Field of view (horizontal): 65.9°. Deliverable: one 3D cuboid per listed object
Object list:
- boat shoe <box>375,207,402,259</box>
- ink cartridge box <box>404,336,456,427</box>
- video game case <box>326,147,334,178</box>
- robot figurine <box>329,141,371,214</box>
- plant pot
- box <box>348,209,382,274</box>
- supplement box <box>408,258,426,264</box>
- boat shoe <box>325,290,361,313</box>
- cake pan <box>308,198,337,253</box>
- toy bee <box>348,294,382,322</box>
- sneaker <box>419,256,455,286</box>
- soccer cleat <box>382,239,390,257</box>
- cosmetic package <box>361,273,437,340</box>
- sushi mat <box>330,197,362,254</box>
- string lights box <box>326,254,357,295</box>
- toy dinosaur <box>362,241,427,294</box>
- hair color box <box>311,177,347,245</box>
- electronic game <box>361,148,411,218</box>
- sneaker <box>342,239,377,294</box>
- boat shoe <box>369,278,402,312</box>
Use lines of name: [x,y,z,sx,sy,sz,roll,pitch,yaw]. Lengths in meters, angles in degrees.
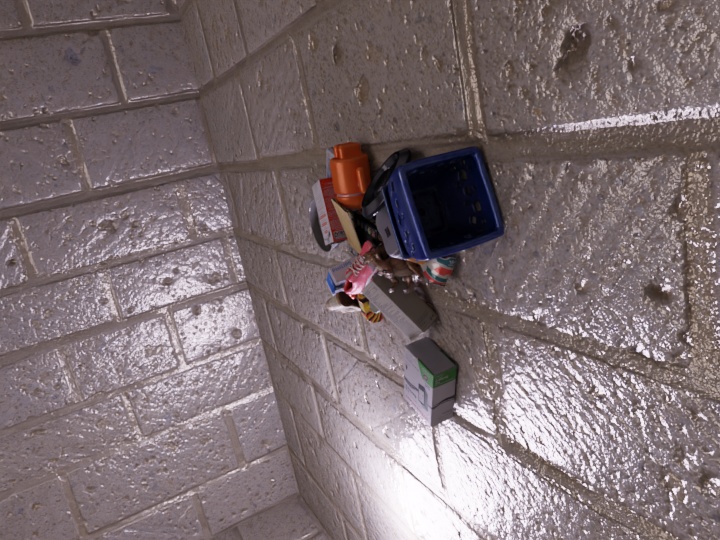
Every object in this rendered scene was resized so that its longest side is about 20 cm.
boat shoe: [0.087,-0.103,1.434,0.069,0.056,0.201,-43,39,31]
ink cartridge box: [0.194,0.316,1.569,0.146,0.083,0.202,43,143,49]
video game case: [-0.063,-0.269,1.800,0.182,0.023,0.202,49,147,43]
robot figurine: [-0.025,-0.266,1.608,0.142,0.117,0.202,1,111,29]
plant pot: [0.162,-0.134,1.203,0.180,0.198,0.202,169,83,-72]
box: [0.023,-0.096,1.701,0.200,0.049,0.163,43,147,49]
supplement box: [0.125,-0.117,1.371,0.066,0.068,0.201,-42,52,33]
boat shoe: [-0.045,0.107,1.832,0.065,0.199,0.073,-25,76,24]
cake pan: [-0.129,-0.164,1.997,0.200,0.036,0.202,46,145,46]
toy bee: [0.011,0.083,1.778,0.131,0.108,0.202,9,114,66]
sneaker: [0.176,-0.053,1.398,0.094,0.070,0.200,-61,39,27]
soccer cleat: [0.082,-0.082,1.537,0.076,0.066,0.202,-8,95,51]
cosmetic package: [0.105,0.091,1.532,0.200,0.073,0.104,46,153,1]
sushi mat: [-0.034,-0.125,1.653,0.096,0.012,0.201,48,166,42]
string lights box: [-0.053,0.018,1.821,0.059,0.102,0.200,63,169,9]
toy dinosaur: [0.105,-0.019,1.460,0.086,0.198,0.137,100,175,-51]
hair color box: [-0.097,-0.189,1.798,0.111,0.063,0.202,169,89,-73]
electronic game: [0.064,-0.219,1.398,0.041,0.201,0.200,31,162,-16]
sneaker: [0.000,0.000,1.637,0.074,0.086,0.201,51,140,35]
boat shoe: [0.088,0.037,1.630,0.076,0.060,0.201,51,129,31]
